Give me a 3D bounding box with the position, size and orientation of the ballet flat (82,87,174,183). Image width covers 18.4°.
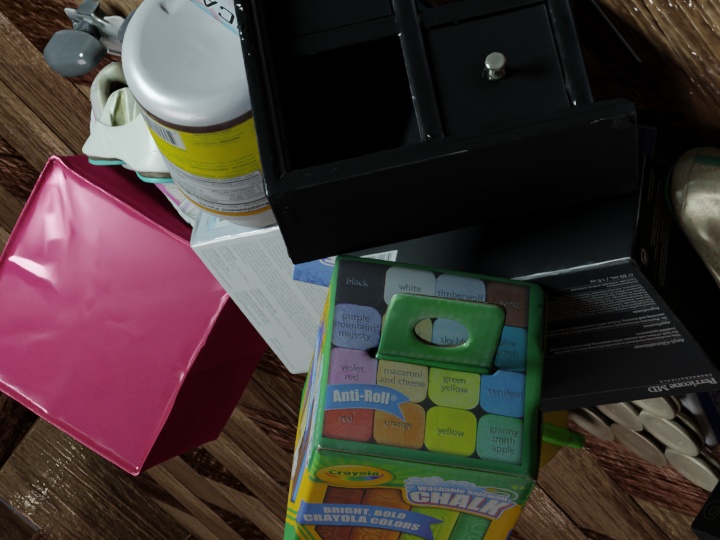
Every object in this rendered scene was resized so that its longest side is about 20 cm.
[{"bbox_3d":[-0.160,-0.106,1.649,0.069,0.070,0.200,42,173,-19],"label":"ballet flat"}]

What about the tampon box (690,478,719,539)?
[{"bbox_3d":[0.334,0.158,1.345,0.199,0.150,0.126,19,157,48],"label":"tampon box"}]

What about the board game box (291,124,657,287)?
[{"bbox_3d":[0.063,-0.037,1.357,0.198,0.044,0.199,12,150,2],"label":"board game box"}]

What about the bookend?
[{"bbox_3d":[0.035,-0.128,1.220,0.198,0.200,0.092,-11,156,3],"label":"bookend"}]

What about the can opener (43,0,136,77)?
[{"bbox_3d":[-0.165,-0.157,1.661,0.199,0.067,0.053,20,159,47],"label":"can opener"}]

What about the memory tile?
[{"bbox_3d":[0.173,0.078,1.558,0.153,0.017,0.200,24,160,41],"label":"memory tile"}]

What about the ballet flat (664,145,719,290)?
[{"bbox_3d":[0.238,0.005,1.274,0.062,0.068,0.200,1,146,40],"label":"ballet flat"}]

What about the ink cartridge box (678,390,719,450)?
[{"bbox_3d":[0.156,0.026,1.551,0.199,0.041,0.200,27,161,35],"label":"ink cartridge box"}]

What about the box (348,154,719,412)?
[{"bbox_3d":[0.105,0.016,1.309,0.199,0.079,0.141,-10,140,31],"label":"box"}]

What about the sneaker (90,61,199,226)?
[{"bbox_3d":[-0.146,-0.098,1.768,0.199,0.082,0.088,30,165,21],"label":"sneaker"}]

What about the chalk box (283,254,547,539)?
[{"bbox_3d":[0.032,0.078,1.235,0.124,0.125,0.200,8,149,-4],"label":"chalk box"}]

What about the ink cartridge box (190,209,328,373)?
[{"bbox_3d":[0.000,0.000,1.610,0.199,0.048,0.160,-11,136,27],"label":"ink cartridge box"}]

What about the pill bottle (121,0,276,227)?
[{"bbox_3d":[-0.086,-0.105,1.482,0.109,0.110,0.200,31,164,19],"label":"pill bottle"}]

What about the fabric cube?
[{"bbox_3d":[-0.188,0.027,1.876,0.195,0.201,0.199,32,-168,12],"label":"fabric cube"}]

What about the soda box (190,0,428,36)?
[{"bbox_3d":[-0.045,-0.172,1.354,0.199,0.069,0.064,37,162,0],"label":"soda box"}]

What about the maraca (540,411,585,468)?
[{"bbox_3d":[0.091,0.100,1.589,0.136,0.108,0.200,21,180,22],"label":"maraca"}]
